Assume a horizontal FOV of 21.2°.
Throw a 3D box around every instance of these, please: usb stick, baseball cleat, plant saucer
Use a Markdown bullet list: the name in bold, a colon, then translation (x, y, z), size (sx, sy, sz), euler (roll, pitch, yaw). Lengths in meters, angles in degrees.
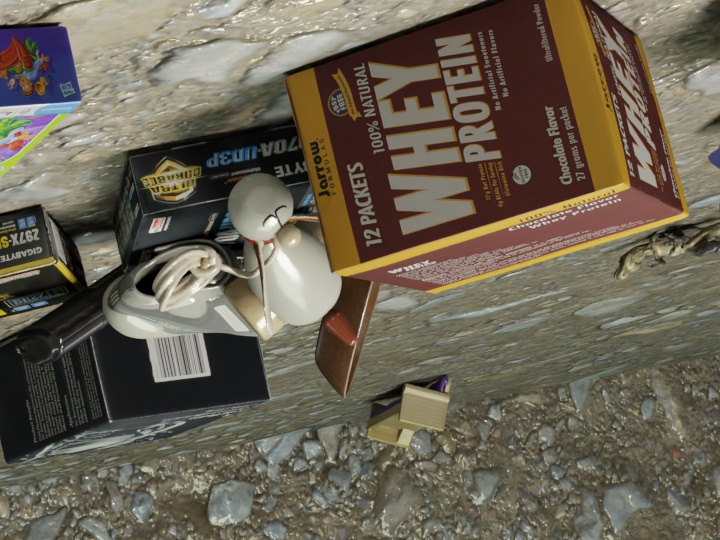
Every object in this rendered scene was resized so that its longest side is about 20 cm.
- **usb stick**: translation (-0.188, 0.015, 1.505), size (0.055, 0.033, 0.200), euler (-20, -168, 47)
- **baseball cleat**: translation (-0.092, 0.012, 1.454), size (0.200, 0.070, 0.106), euler (-12, 166, -32)
- **plant saucer**: translation (0.000, 0.000, 1.506), size (0.034, 0.201, 0.200), euler (16, 171, 3)

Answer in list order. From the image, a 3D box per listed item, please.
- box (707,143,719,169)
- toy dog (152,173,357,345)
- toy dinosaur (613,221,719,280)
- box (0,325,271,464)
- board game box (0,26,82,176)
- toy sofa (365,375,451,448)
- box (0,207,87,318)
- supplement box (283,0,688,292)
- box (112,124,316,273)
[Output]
- **box**: translation (0.381, -0.102, 1.611), size (0.032, 0.121, 0.200), euler (-57, -177, -21)
- **toy dog**: translation (-0.044, 0.004, 1.332), size (0.132, 0.096, 0.200), euler (-50, 165, 11)
- **toy dinosaur**: translation (0.385, -0.033, 2.211), size (0.200, 0.048, 0.088), euler (-15, -175, 6)
- **box**: translation (-0.232, 0.104, 1.902), size (0.200, 0.124, 0.196), euler (-5, 169, -42)
- **board game box**: translation (-0.267, -0.081, 1.021), size (0.200, 0.045, 0.134), euler (-8, 169, -32)
- **toy sofa**: translation (0.080, 0.231, 3.229), size (0.083, 0.098, 0.200), euler (14, 163, -13)
- **box**: translation (-0.318, 0.010, 1.465), size (0.200, 0.049, 0.160), euler (-14, 172, -2)
- **supplement box**: translation (0.088, -0.080, 1.263), size (0.197, 0.133, 0.200), euler (-17, 170, 19)
- **box**: translation (-0.096, -0.053, 1.413), size (0.159, 0.046, 0.200), euler (-11, 171, -13)
